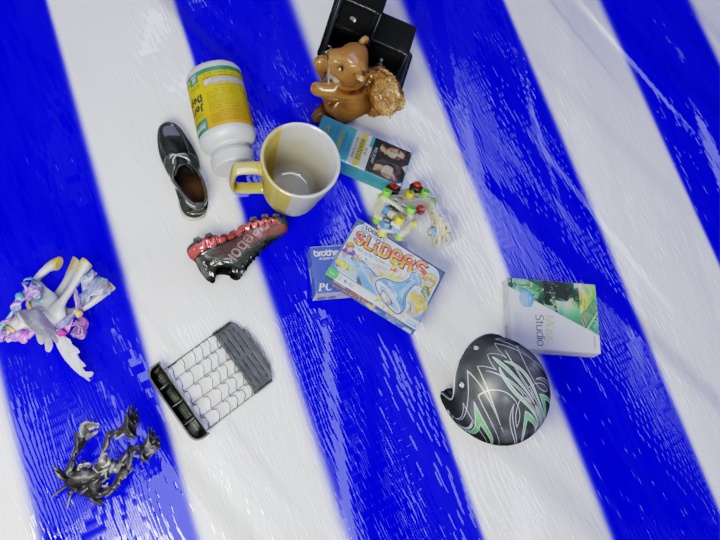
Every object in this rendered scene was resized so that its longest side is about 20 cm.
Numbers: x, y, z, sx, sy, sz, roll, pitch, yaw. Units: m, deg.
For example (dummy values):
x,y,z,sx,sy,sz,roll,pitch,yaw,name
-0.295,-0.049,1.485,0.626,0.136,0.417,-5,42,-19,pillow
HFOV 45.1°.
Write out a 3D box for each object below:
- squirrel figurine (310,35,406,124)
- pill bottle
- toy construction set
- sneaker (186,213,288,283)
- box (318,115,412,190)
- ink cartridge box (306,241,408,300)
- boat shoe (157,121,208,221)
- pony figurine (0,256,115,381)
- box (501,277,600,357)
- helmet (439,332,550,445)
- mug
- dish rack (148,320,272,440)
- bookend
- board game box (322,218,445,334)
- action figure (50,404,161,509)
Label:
x,y,z,sx,sy,sz,roll,pitch,yaw,name
0.000,-0.380,1.719,0.196,0.187,0.144,14,69,-9,squirrel figurine
-0.263,-0.288,1.663,0.111,0.113,0.204,-10,75,-17,pill bottle
0.102,-0.110,1.681,0.198,0.093,0.131,9,30,-45,toy construction set
-0.218,-0.037,1.614,0.197,0.071,0.099,-22,78,-18,sneaker
-0.001,-0.230,1.744,0.197,0.049,0.084,22,68,-6,box
0.000,0.000,1.670,0.196,0.044,0.096,-4,71,-15,ink cartridge box
-0.334,-0.198,1.641,0.071,0.068,0.203,-17,75,-17,boat shoe
-0.517,0.075,1.475,0.191,0.168,0.201,28,67,32,pony figurine
0.382,0.095,1.740,0.196,0.036,0.147,4,71,-14,box
0.251,0.219,1.580,0.196,0.191,0.204,4,71,-13,helmet
-0.139,-0.185,1.638,0.184,0.153,0.151,26,68,-4,mug
-0.258,0.188,1.538,0.199,0.055,0.154,-35,84,-22,dish rack
0.032,-0.490,1.757,0.197,0.199,0.094,21,66,-7,bookend
0.045,0.011,1.633,0.198,0.035,0.137,31,65,-1,board game box
-0.422,0.310,1.432,0.199,0.103,0.119,-35,114,16,action figure
